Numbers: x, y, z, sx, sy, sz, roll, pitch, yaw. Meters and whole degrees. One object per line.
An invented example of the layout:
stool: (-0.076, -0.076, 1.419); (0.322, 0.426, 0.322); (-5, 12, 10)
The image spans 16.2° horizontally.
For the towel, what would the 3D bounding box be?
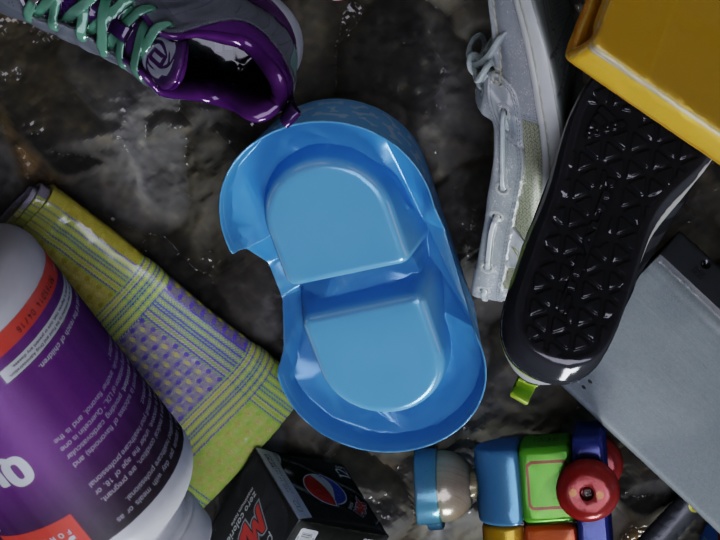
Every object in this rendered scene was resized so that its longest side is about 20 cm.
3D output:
towel: (-0.143, 0.053, 1.353); (0.200, 0.023, 0.144); (37, 106, -22)

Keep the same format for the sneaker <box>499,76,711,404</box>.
sneaker: (0.117, -0.029, 1.250); (0.072, 0.083, 0.200); (29, 79, 3)

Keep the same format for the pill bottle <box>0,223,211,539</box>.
pill bottle: (-0.162, 0.080, 1.289); (0.112, 0.113, 0.200); (-31, 116, 9)

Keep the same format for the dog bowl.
dog bowl: (0.000, 0.000, 1.317); (0.111, 0.050, 0.200); (-12, 117, 15)

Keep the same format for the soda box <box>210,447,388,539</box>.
soda box: (-0.066, 0.199, 1.401); (0.063, 0.071, 0.200); (15, 115, -35)

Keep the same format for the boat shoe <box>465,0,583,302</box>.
boat shoe: (0.080, -0.069, 1.292); (0.065, 0.074, 0.202); (0, 125, 13)

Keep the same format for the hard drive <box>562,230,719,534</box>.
hard drive: (0.203, 0.084, 1.320); (0.200, 0.033, 0.140); (43, 146, 3)

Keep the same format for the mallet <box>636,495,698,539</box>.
mallet: (0.143, 0.198, 1.453); (0.200, 0.041, 0.066); (-43, 114, 10)

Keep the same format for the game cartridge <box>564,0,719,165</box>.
game cartridge: (0.207, -0.121, 1.239); (0.200, 0.177, 0.032); (34, 151, -21)

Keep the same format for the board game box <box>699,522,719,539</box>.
board game box: (0.316, 0.115, 1.415); (0.195, 0.056, 0.200); (16, 112, -14)

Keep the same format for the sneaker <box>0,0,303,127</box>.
sneaker: (-0.116, -0.130, 1.227); (0.200, 0.088, 0.075); (19, 113, -16)

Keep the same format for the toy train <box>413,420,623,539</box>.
toy train: (0.091, 0.187, 1.392); (0.115, 0.085, 0.201); (-3, 97, 8)
